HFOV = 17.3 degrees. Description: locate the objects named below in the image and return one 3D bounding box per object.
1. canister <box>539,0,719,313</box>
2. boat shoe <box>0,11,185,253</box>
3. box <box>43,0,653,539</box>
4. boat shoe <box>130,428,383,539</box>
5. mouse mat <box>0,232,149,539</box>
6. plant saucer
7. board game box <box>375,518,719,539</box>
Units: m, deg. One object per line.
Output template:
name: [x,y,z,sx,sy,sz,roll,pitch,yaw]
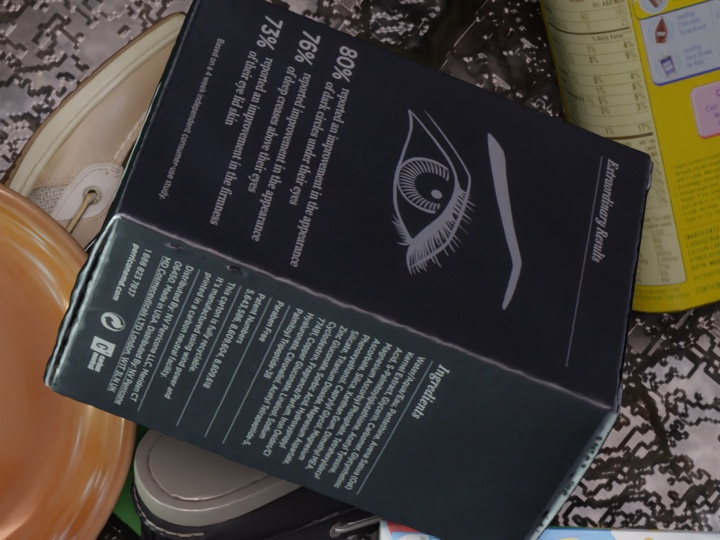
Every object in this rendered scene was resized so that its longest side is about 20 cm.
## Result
canister: [0.148,-0.097,0.979,0.148,0.087,0.201,-17,110,-6]
boat shoe: [-0.127,-0.022,1.016,0.065,0.072,0.200,39,82,-5]
box: [0.000,0.000,0.912,0.199,0.104,0.148,23,44,-6]
boat shoe: [-0.003,0.078,1.001,0.199,0.063,0.073,-14,51,-21]
mouse mat: [-0.046,0.027,1.007,0.161,0.008,0.200,44,82,-15]
plant saucer: [-0.190,0.052,0.949,0.199,0.037,0.201,-1,99,-8]
board game box: [0.104,0.159,0.963,0.199,0.105,0.104,2,79,-1]
